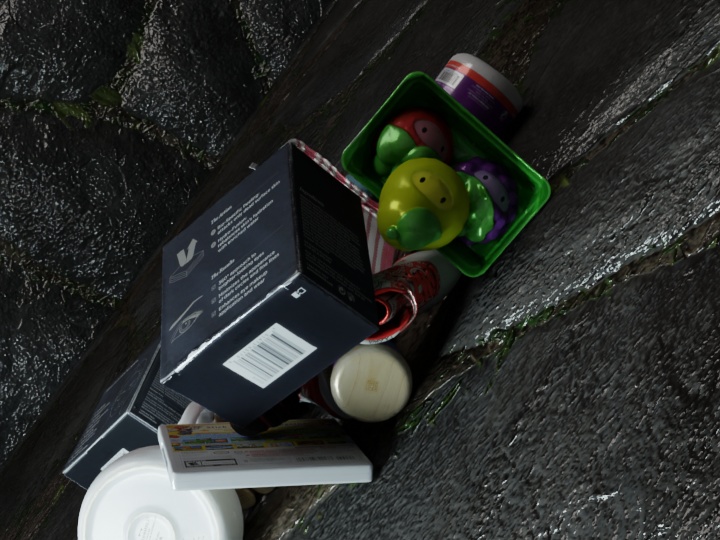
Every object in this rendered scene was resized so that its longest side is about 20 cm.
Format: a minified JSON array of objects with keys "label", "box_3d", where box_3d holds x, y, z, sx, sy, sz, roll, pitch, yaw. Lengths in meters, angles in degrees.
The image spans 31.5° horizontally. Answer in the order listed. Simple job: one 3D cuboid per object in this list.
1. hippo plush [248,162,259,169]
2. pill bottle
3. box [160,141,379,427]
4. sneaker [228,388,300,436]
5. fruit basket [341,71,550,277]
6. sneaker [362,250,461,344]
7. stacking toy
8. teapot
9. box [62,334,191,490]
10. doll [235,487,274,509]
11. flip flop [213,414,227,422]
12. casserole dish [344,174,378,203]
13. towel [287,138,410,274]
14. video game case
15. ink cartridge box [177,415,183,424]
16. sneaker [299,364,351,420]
[{"label":"hippo plush","box_3d":[-0.110,-0.044,1.863,0.161,0.200,0.159,-61,-5,-5]},{"label":"pill bottle","box_3d":[0.108,-0.168,1.620,0.200,0.112,0.112,-53,15,-1]},{"label":"box","box_3d":[-0.096,0.015,1.287,0.197,0.117,0.200,-37,38,25]},{"label":"sneaker","box_3d":[-0.109,0.108,1.409,0.087,0.074,0.200,-13,34,33]},{"label":"fruit basket","box_3d":[0.083,-0.093,1.352,0.156,0.215,0.216,-49,16,8]},{"label":"sneaker","box_3d":[0.047,0.028,1.346,0.201,0.067,0.108,-18,13,-27]},{"label":"stacking toy","box_3d":[0.009,0.092,1.400,0.085,0.085,0.200,-49,11,10]},{"label":"teapot","box_3d":[-0.215,0.281,1.452,0.200,0.198,0.146,-32,-2,10]},{"label":"box","box_3d":[-0.331,0.231,1.971,0.200,0.124,0.197,-42,20,35]},{"label":"doll","box_3d":[-0.122,0.202,1.576,0.136,0.048,0.200,-41,19,31]},{"label":"flip flop","box_3d":[-0.173,0.168,1.577,0.200,0.057,0.081,-61,23,2]},{"label":"casserole dish","box_3d":[0.058,-0.090,1.533,0.200,0.121,0.039,-26,44,-10]},{"label":"towel","box_3d":[-0.018,-0.049,1.483,0.030,0.200,0.147,-32,-31,-31]},{"label":"video game case","box_3d":[-0.104,0.189,1.327,0.182,0.199,0.023,-148,58,-75]},{"label":"ink cartridge box","box_3d":[-0.197,0.197,1.716,0.115,0.068,0.200,-55,2,-4]},{"label":"sneaker","box_3d":[-0.065,0.134,1.471,0.112,0.071,0.200,-43,28,10]}]
